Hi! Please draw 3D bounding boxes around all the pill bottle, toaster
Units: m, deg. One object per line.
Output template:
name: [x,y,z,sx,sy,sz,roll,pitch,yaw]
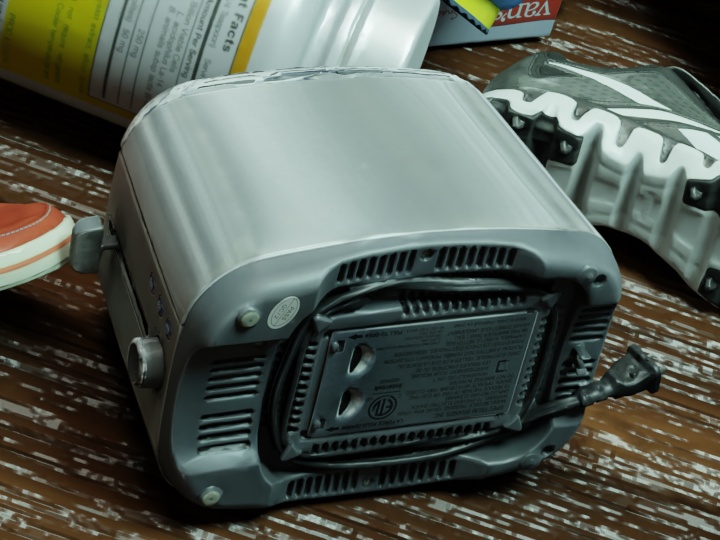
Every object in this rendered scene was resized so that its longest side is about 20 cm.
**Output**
pill bottle: [-0.074,-0.107,1.108,0.199,0.110,0.109,22,37,4]
toaster: [0.000,0.000,1.005,0.199,0.114,0.129,-6,42,-24]

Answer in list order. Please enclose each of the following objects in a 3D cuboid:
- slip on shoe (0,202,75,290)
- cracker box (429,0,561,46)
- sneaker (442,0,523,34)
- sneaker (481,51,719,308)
slip on shoe: [-0.193,-0.021,0.976,0.198,0.062,0.074,3,6,-17]
cracker box: [0.039,-0.188,1.180,0.133,0.201,0.058,-7,43,-30]
sneaker: [0.019,-0.166,1.094,0.066,0.079,0.200,45,7,37]
sneaker: [0.136,-0.040,1.148,0.199,0.067,0.091,23,40,9]
